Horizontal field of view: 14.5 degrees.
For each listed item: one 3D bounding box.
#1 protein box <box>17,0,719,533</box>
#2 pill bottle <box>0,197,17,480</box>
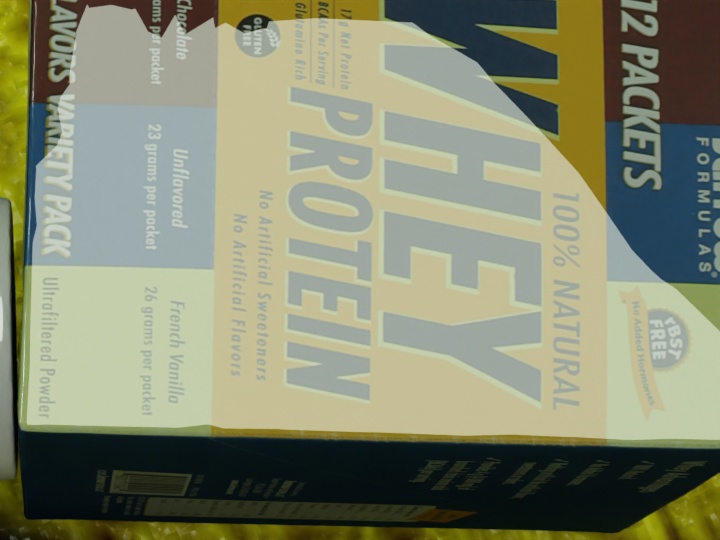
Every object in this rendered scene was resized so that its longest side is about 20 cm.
[{"bbox_3d":[0.000,0.000,0.843,0.199,0.199,0.136,1,78,-6],"label":"protein box"},{"bbox_3d":[-0.199,0.020,0.806,0.199,0.112,0.113,-2,76,-6],"label":"pill bottle"}]
